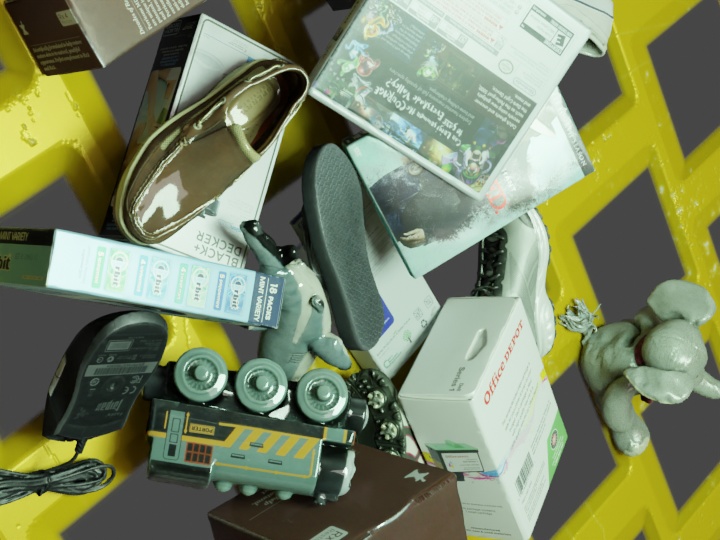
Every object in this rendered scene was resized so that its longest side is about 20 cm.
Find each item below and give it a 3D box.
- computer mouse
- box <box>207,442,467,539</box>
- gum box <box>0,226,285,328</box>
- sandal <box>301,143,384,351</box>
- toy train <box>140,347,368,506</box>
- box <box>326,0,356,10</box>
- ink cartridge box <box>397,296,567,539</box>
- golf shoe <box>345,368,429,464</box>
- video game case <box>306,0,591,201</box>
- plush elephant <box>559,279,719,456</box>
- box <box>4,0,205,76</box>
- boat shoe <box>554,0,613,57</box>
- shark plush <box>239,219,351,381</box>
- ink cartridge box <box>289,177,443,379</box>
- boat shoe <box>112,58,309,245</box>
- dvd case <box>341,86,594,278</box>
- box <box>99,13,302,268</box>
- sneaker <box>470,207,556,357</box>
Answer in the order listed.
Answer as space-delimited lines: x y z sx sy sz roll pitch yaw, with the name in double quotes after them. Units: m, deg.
-0.237 0.101 1.017 0.140 0.046 0.200 -5 132 -40 "computer mouse"
-0.008 0.286 1.171 0.166 0.164 0.201 -26 113 -37 "box"
-0.188 0.005 1.009 0.200 0.170 0.045 12 85 -40 "gum box"
-0.026 -0.015 1.173 0.076 0.043 0.201 -45 131 -50 "sandal"
-0.094 0.135 1.118 0.199 0.085 0.114 11 75 -10 "toy train"
-0.019 -0.321 1.136 0.200 0.160 0.044 50 64 -29 "box"
0.125 0.145 1.293 0.145 0.084 0.200 -59 138 -41 "ink cartridge box"
0.031 0.181 1.281 0.088 0.077 0.201 -37 119 -55 "golf shoe"
0.077 -0.182 1.125 0.200 0.023 0.182 29 98 -28 "video game case"
0.334 0.102 1.461 0.200 0.155 0.165 44 66 -34 "plush elephant"
-0.173 -0.237 1.053 0.200 0.100 0.075 -39 116 -31 "box"
0.197 -0.266 1.383 0.200 0.072 0.066 5 85 -48 "boat shoe"
-0.068 0.039 1.138 0.083 0.091 0.200 -26 150 -12 "shark plush"
0.000 0.000 1.253 0.099 0.039 0.200 -46 121 -28 "ink cartridge box"
-0.115 -0.101 1.047 0.075 0.075 0.203 51 63 -29 "boat shoe"
0.101 -0.103 1.191 0.200 0.022 0.146 -31 111 -7 "dvd case"
-0.134 -0.102 1.119 0.116 0.060 0.201 24 78 -38 "box"
0.151 0.004 1.358 0.079 0.074 0.201 -18 104 -32 "sneaker"
